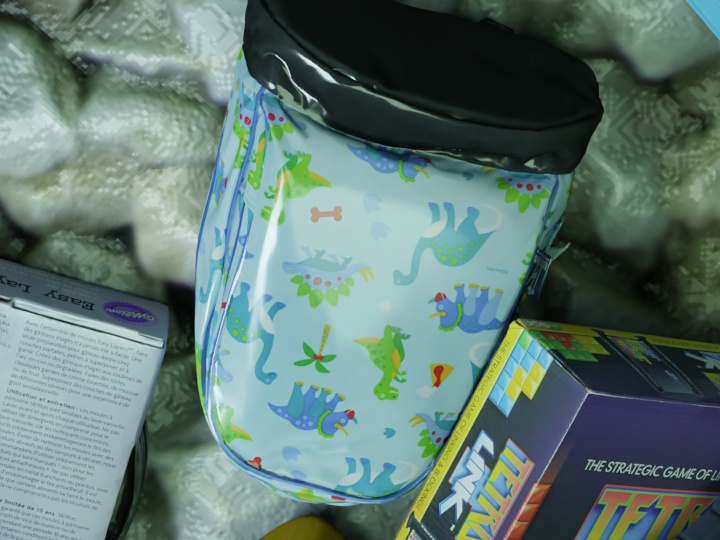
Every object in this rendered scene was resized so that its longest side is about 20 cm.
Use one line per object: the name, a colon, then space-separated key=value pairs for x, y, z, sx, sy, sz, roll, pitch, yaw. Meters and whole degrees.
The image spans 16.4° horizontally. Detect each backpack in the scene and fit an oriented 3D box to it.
backpack: x=0.000 y=0.000 z=1.058 sx=0.162 sy=0.154 sz=0.201 roll=16 pitch=125 yaw=-14

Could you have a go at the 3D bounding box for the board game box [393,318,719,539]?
board game box: x=0.111 y=0.111 z=1.084 sx=0.199 sy=0.057 sz=0.166 roll=7 pitch=119 yaw=-43

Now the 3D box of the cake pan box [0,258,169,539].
cake pan box: x=-0.195 y=0.080 z=1.122 sx=0.198 sy=0.052 sz=0.185 roll=14 pitch=113 yaw=-7

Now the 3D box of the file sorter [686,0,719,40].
file sorter: x=0.183 y=-0.160 z=0.995 sx=0.139 sy=0.123 sz=0.200 roll=-39 pitch=107 yaw=14

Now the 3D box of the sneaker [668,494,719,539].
sneaker: x=0.160 y=0.142 z=1.053 sx=0.200 sy=0.074 sz=0.082 roll=-41 pitch=142 yaw=-5

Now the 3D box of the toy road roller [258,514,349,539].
toy road roller: x=-0.055 y=0.200 z=1.153 sx=0.123 sy=0.146 sz=0.199 roll=46 pitch=142 yaw=-17
